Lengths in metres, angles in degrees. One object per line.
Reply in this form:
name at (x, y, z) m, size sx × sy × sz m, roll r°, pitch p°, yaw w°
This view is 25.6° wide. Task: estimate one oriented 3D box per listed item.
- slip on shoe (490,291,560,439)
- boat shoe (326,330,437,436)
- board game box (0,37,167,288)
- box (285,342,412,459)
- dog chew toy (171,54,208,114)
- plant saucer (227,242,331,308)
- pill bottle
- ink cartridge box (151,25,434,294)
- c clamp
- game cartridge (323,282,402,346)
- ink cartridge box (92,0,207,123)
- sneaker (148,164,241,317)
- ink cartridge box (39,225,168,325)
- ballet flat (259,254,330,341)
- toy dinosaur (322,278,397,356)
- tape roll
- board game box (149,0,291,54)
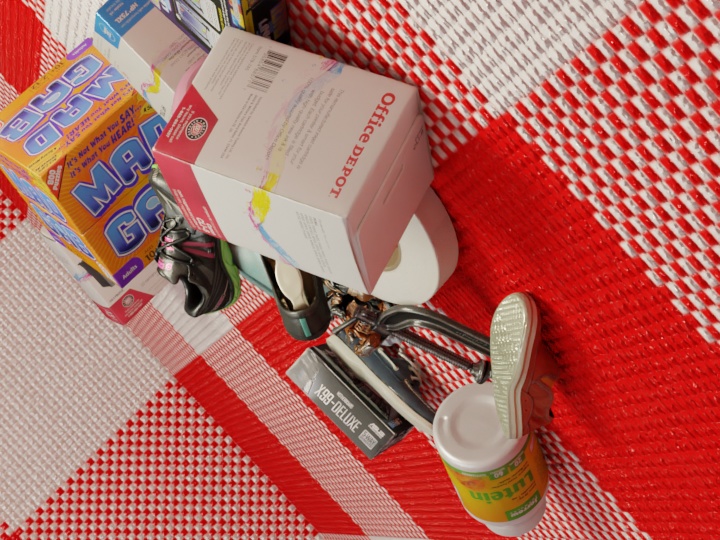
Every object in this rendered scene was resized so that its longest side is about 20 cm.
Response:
slip on shoe at (0.167, 0.092, 1.576) m, size 0.201 × 0.061 × 0.074 m, roll 84°, pitch 168°, yaw -47°
boat shoe at (0.042, 0.132, 1.997) m, size 0.200 × 0.062 × 0.075 m, roll 39°, pitch 166°, yaw 33°
board game box at (-0.328, -0.141, 2.031) m, size 0.199 × 0.200 × 0.201 m, roll 29°, pitch 156°, yaw 49°
box at (-0.005, 0.165, 2.080) m, size 0.158 × 0.050 × 0.200 m, roll 45°, pitch -170°, yaw 9°
dog chew toy at (-0.117, -0.140, 1.636) m, size 0.124 × 0.125 × 0.200 m, roll 38°, pitch 170°, yaw 27°
plant saucer at (-0.101, 0.008, 1.884) m, size 0.200 × 0.039 × 0.201 m, roll 34°, pitch 174°, yaw 4°
pill bottle at (0.157, 0.226, 1.826) m, size 0.111 × 0.111 × 0.201 m, roll 35°, pitch 161°, yaw 36°
ink cartridge box at (-0.054, -0.098, 1.419) m, size 0.198 × 0.146 × 0.145 m, roll 21°, pitch 157°, yaw 21°
c clamp at (0.085, 0.076, 1.677) m, size 0.198 × 0.027 × 0.171 m, roll 24°, pitch 159°, yaw -10°
game cartridge at (-0.031, 0.005, 1.923) m, size 0.201 × 0.040 × 0.133 m, roll 52°, pitch 160°, yaw -18°
ink cartridge box at (-0.206, -0.218, 1.762) m, size 0.200 × 0.067 × 0.116 m, roll 46°, pitch 165°, yaw 0°
sneaker at (-0.199, -0.030, 1.812) m, size 0.076 × 0.083 × 0.202 m, roll 22°, pitch 139°, yaw 52°
ink cartridge box at (-0.417, -0.032, 2.647) m, size 0.085 × 0.148 × 0.201 m, roll 23°, pitch 154°, yaw 54°
ballet flat at (-0.077, -0.021, 1.676) m, size 0.069 × 0.067 × 0.201 m, roll 63°, pitch -175°, yaw -61°
toy dinosaur at (0.000, 0.000, 1.736) m, size 0.135 × 0.102 × 0.202 m, roll 36°, pitch 119°, yaw 30°
tape roll at (0.009, -0.052, 1.584) m, size 0.202 × 0.037 × 0.204 m, roll 31°, pitch 148°, yaw 22°
board game box at (-0.141, -0.274, 1.471) m, size 0.165 × 0.057 × 0.200 m, roll 44°, pitch 165°, yaw 16°
